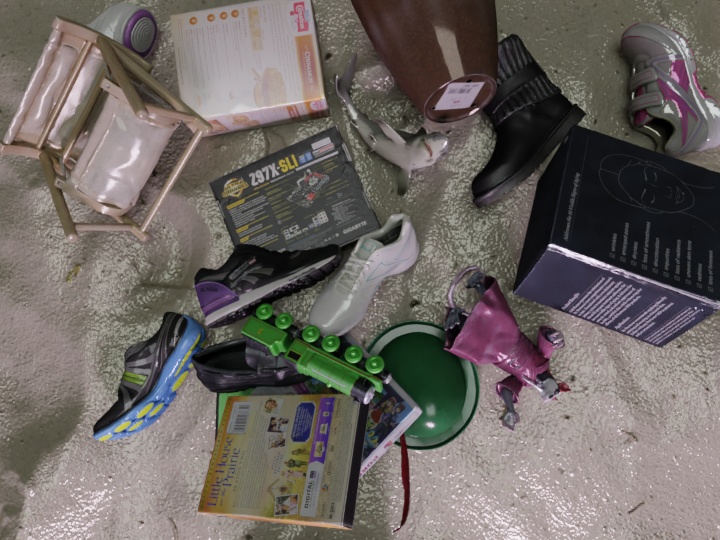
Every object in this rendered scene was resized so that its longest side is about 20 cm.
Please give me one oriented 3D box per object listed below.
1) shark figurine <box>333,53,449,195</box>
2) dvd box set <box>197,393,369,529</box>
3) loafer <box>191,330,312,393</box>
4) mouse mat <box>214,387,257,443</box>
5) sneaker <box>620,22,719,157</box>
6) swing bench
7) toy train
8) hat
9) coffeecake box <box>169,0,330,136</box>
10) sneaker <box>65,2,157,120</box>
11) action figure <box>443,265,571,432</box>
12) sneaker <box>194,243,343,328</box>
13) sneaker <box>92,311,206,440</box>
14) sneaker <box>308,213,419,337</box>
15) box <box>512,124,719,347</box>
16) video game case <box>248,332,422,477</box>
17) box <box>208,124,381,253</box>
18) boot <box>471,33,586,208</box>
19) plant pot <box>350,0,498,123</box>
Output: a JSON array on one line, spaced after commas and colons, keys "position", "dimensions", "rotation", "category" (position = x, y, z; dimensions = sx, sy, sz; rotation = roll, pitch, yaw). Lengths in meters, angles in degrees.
[{"position": [0.046, -0.200, 0.805], "dimensions": [0.089, 0.129, 0.214], "rotation": [-36, 64, -26], "category": "shark figurine"}, {"position": [-0.091, 0.222, 0.683], "dimensions": [0.198, 0.029, 0.147], "rotation": [-8, 55, 25], "category": "dvd box set"}, {"position": [-0.127, 0.114, 0.747], "dimensions": [0.199, 0.071, 0.069], "rotation": [-14, 46, 14], "category": "loafer"}, {"position": [-0.103, 0.240, 0.787], "dimensions": [0.198, 0.008, 0.163], "rotation": [0, 84, 2], "category": "mouse mat"}, {"position": [0.405, -0.240, 0.776], "dimensions": [0.088, 0.081, 0.201], "rotation": [-28, 83, -2], "category": "sneaker"}, {"position": [-0.337, -0.176, 0.749], "dimensions": [0.200, 0.129, 0.199], "rotation": [45, 111, 17], "category": "swing bench"}, {"position": [-0.057, 0.100, 0.688], "dimensions": [0.199, 0.042, 0.057], "rotation": [23, 62, 22], "category": "toy train"}, {"position": [0.077, 0.161, 0.700], "dimensions": [0.164, 0.176, 0.202], "rotation": [-23, 84, 2], "category": "hat"}, {"position": [-0.153, -0.288, 0.810], "dimensions": [0.198, 0.073, 0.155], "rotation": [-9, 85, 2], "category": "coffeecake box"}, {"position": [-0.375, -0.298, 0.834], "dimensions": [0.099, 0.075, 0.201], "rotation": [29, 86, 24], "category": "sneaker"}, {"position": [0.190, 0.108, 0.754], "dimensions": [0.200, 0.149, 0.134], "rotation": [41, 96, -13], "category": "action figure"}, {"position": [-0.123, -0.005, 0.736], "dimensions": [0.199, 0.076, 0.088], "rotation": [-24, 80, 1], "category": "sneaker"}, {"position": [-0.292, 0.144, 0.782], "dimensions": [0.082, 0.071, 0.200], "rotation": [34, 85, 19], "category": "sneaker"}, {"position": [0.000, 0.000, 0.745], "dimensions": [0.070, 0.081, 0.200], "rotation": [32, 67, 26], "category": "sneaker"}, {"position": [0.316, -0.044, 0.706], "dimensions": [0.195, 0.124, 0.201], "rotation": [21, 60, 3], "category": "box"}, {"position": [-0.047, 0.177, 0.726], "dimensions": [0.182, 0.023, 0.200], "rotation": [-45, 48, -4], "category": "video game case"}, {"position": [-0.090, -0.086, 0.799], "dimensions": [0.199, 0.049, 0.161], "rotation": [-24, 82, 1], "category": "box"}, {"position": [0.187, -0.202, 0.781], "dimensions": [0.158, 0.079, 0.211], "rotation": [45, 77, -1], "category": "boot"}, {"position": [0.097, -0.298, 0.723], "dimensions": [0.185, 0.187, 0.202], "rotation": [-15, 71, 1], "category": "plant pot"}]
